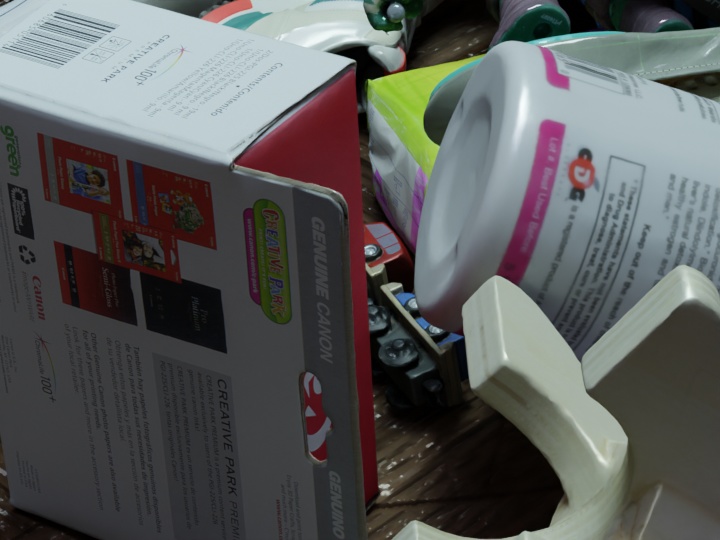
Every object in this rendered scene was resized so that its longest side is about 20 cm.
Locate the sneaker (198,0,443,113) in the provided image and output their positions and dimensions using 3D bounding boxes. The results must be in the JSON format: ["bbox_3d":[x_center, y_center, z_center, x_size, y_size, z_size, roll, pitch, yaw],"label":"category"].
[{"bbox_3d":[0.005,-0.116,1.235,0.199,0.071,0.093,-32,51,-31],"label":"sneaker"}]

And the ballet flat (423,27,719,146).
[{"bbox_3d":[0.128,-0.067,1.036,0.199,0.068,0.064,-10,53,-10],"label":"ballet flat"}]

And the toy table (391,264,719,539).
[{"bbox_3d":[0.090,0.090,0.833,0.117,0.184,0.200,31,18,-24],"label":"toy table"}]

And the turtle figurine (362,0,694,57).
[{"bbox_3d":[0.074,-0.146,1.136,0.149,0.101,0.200,-11,36,-11],"label":"turtle figurine"}]

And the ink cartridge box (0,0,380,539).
[{"bbox_3d":[-0.053,0.016,0.927,0.175,0.201,0.084,18,39,28],"label":"ink cartridge box"}]

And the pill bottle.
[{"bbox_3d":[0.130,-0.007,0.952,0.199,0.114,0.114,16,33,-11],"label":"pill bottle"}]

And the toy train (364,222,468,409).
[{"bbox_3d":[0.000,0.000,1.089,0.046,0.034,0.200,-21,38,-14],"label":"toy train"}]

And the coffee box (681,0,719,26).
[{"bbox_3d":[0.164,-0.200,1.124,0.113,0.080,0.200,29,34,-26],"label":"coffee box"}]

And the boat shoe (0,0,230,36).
[{"bbox_3d":[-0.145,-0.102,1.213,0.199,0.074,0.067,-25,45,4],"label":"boat shoe"}]

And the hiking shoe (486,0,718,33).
[{"bbox_3d":[0.162,-0.111,1.225,0.200,0.074,0.087,32,74,36],"label":"hiking shoe"}]

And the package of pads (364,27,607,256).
[{"bbox_3d":[0.098,-0.032,1.099,0.154,0.068,0.200,-14,36,-16],"label":"package of pads"}]
